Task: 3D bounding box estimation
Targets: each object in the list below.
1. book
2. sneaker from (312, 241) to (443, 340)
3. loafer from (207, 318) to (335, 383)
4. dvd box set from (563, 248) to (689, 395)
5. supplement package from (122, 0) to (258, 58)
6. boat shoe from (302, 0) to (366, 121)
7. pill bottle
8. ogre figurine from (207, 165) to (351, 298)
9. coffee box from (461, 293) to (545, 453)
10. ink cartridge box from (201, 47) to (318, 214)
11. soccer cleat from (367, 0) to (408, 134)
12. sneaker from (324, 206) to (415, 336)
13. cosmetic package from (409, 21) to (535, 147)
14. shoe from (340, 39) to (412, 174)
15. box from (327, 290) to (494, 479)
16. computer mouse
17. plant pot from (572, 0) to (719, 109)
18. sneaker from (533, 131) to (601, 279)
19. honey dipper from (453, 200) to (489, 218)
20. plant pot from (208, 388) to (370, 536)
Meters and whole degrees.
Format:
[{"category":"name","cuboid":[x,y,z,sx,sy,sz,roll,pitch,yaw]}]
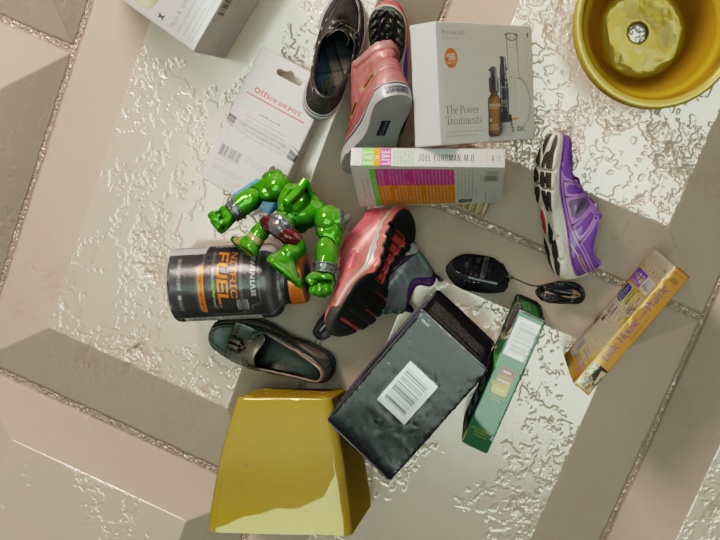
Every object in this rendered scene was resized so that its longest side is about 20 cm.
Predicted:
[{"category":"book","cuboid":[0.091,-0.125,1.340,0.196,0.134,0.049,2,76,6]},{"category":"sneaker","cuboid":[0.023,0.049,1.442,0.199,0.074,0.088,-42,95,11]},{"category":"loafer","cuboid":[-0.133,0.117,1.478,0.197,0.063,0.073,16,100,6]},{"category":"dvd box set","cuboid":[0.352,0.065,1.356,0.029,0.146,0.201,38,101,0]},{"category":"supplement package","cuboid":[-0.247,-0.413,1.378,0.199,0.151,0.153,35,102,3]},{"category":"boat shoe","cuboid":[-0.032,-0.301,1.362,0.069,0.066,0.203,21,68,-7]},{"category":"pill bottle","cuboid":[-0.171,0.016,1.449,0.196,0.106,0.108,-4,97,8]},{"category":"ogre figurine","cuboid":[-0.097,-0.059,1.363,0.199,0.098,0.121,29,78,37]},{"category":"coffee box","cuboid":[0.196,0.141,1.402,0.043,0.123,0.203,22,102,3]},{"category":"ink cartridge box","cuboid":[-0.129,-0.198,1.432,0.115,0.068,0.202,28,101,2]},{"category":"soccer cleat","cuboid":[0.038,-0.272,1.403,0.067,0.073,0.203,5,117,8]},{"category":"sneaker","cuboid":[0.000,0.000,1.387,0.086,0.074,0.202,15,68,45]},{"category":"cosmetic package","cuboid":[0.150,-0.244,1.325,0.051,0.198,0.154,2,99,46]},{"category":"shoe","cuboid":[0.016,-0.216,1.359,0.070,0.201,0.093,-2,64,-18]},{"category":"box","cuboid":[0.073,0.149,1.382,0.123,0.198,0.201,42,101,4]},{"category":"computer mouse","cuboid":[0.215,0.020,1.415,0.196,0.059,0.034,14,130,11]},{"category":"plant pot","cuboid":[0.363,-0.306,1.282,0.197,0.189,0.205,1,98,8]},{"category":"sneaker","cuboid":[0.289,-0.092,1.392,0.082,0.081,0.204,-12,103,-7]},{"category":"honey dipper","cuboid":[0.089,-0.129,1.428,0.197,0.038,0.039,24,101,9]},{"category":"plant pot","cuboid":[-0.094,0.262,1.434,0.196,0.200,0.180,0,89,9]}]
